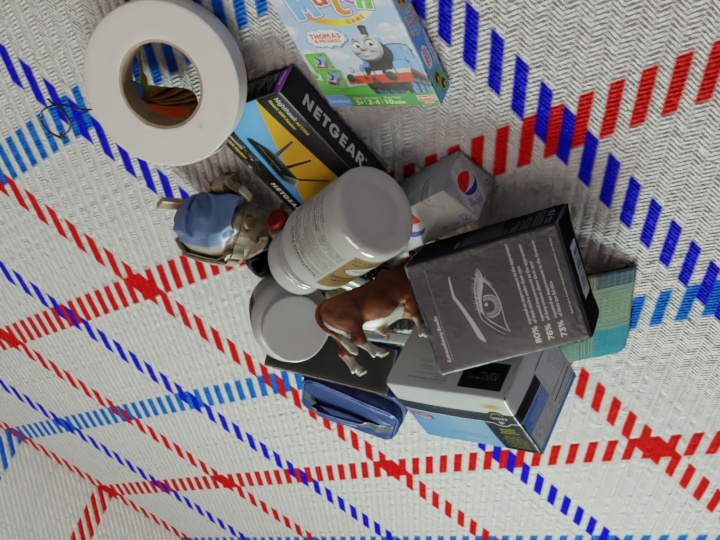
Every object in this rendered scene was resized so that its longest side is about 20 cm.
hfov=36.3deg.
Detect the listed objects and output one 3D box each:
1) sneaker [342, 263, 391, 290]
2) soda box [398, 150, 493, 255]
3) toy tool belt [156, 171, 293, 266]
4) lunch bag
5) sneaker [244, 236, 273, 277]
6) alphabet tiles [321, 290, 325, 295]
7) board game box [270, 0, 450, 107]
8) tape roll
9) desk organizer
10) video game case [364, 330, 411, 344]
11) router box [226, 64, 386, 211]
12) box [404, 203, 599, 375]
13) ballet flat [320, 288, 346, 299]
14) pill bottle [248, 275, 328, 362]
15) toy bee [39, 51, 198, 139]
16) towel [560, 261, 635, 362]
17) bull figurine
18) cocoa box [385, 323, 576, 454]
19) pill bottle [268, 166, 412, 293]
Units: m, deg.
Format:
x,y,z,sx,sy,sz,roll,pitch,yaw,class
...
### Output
x,y,z,sx,sy,sz,roll,pitch,yaw,class
0.000,0.000,1.568,0.079,0.075,0.200,-21,133,38,sneaker
0.077,-0.079,1.396,0.063,0.069,0.199,36,150,-21,soda box
-0.187,-0.076,1.542,0.198,0.126,0.123,-4,149,39,toy tool belt
-0.011,0.195,1.842,0.198,0.133,0.136,19,151,6,lunch bag
-0.155,-0.033,1.616,0.198,0.081,0.074,-2,131,41,sneaker
-0.028,0.012,1.676,0.197,0.015,0.197,17,148,13,alphabet tiles
-0.006,-0.260,1.191,0.150,0.037,0.201,4,144,32,board game box
-0.232,-0.225,1.311,0.200,0.037,0.205,5,116,10,tape roll
-0.046,0.142,1.740,0.197,0.073,0.077,14,172,3,desk organizer
0.069,0.103,1.665,0.198,0.018,0.142,3,177,41,video game case
-0.083,-0.159,1.394,0.148,0.052,0.200,-10,137,42,router box
0.173,0.023,1.335,0.198,0.104,0.150,-15,101,21,box
-0.056,0.048,1.679,0.198,0.075,0.074,-2,143,30,ballet flat
-0.099,0.067,1.549,0.113,0.115,0.200,29,-178,-10,pill bottle
-0.293,-0.223,1.409,0.198,0.109,0.132,20,125,-2,toy bee
0.291,0.063,1.462,0.145,0.022,0.201,-12,143,0,towel
0.041,0.048,1.445,0.122,0.198,0.065,62,171,19,bull figurine
0.163,0.146,1.473,0.198,0.134,0.132,3,143,42,cocoa box
-0.033,-0.041,1.371,0.114,0.115,0.199,34,147,-18,pill bottle
